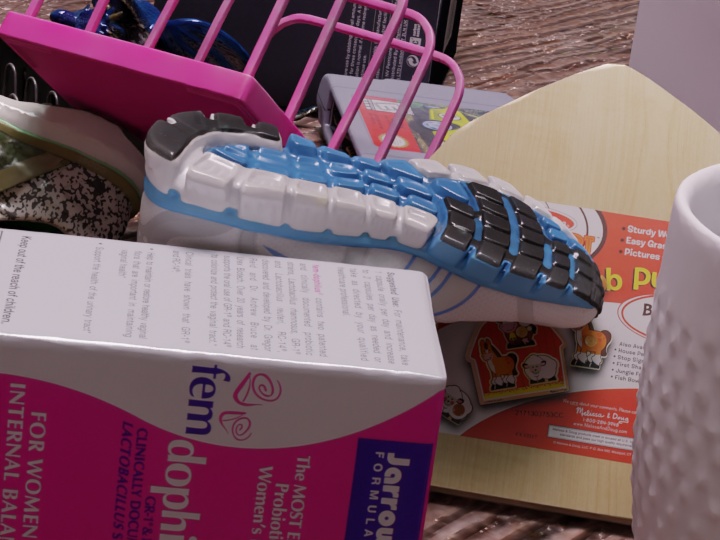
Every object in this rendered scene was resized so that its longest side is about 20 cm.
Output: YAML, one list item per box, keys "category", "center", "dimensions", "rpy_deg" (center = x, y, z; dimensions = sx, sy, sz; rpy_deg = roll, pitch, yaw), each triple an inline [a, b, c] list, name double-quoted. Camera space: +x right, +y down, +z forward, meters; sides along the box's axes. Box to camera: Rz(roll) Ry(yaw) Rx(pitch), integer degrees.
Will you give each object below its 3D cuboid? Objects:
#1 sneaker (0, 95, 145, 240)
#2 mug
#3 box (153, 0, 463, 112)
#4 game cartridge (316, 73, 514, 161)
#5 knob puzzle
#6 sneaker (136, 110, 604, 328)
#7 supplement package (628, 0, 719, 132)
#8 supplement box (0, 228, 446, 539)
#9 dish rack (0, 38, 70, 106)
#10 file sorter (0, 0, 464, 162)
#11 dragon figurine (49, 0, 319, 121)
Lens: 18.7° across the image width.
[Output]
- category: "sneaker"
  center: [-0.198, -0.041, 1.043]
  dimensions: [0.198, 0.077, 0.089]
  rpy_deg: [12, 58, -2]
- category: "mug"
  center: [0.160, 0.058, 0.778]
  dimensions: [0.146, 0.177, 0.200]
  rpy_deg: [2, 21, -15]
- category: "box"
  center: [-0.028, -0.181, 1.433]
  dimensions: [0.180, 0.105, 0.200]
  rpy_deg: [11, 21, 6]
- category: "game cartridge"
  center: [0.051, -0.065, 1.252]
  dimensions: [0.132, 0.041, 0.200]
  rpy_deg: [9, 21, -13]
- category: "knob puzzle"
  center: [0.098, 0.008, 0.929]
  dimensions: [0.218, 0.221, 0.030]
  rpy_deg: [9, -20, 5]
- category: "sneaker"
  center: [0.000, 0.000, 0.889]
  dimensions: [0.198, 0.087, 0.075]
  rpy_deg: [14, 27, -11]
- category: "supplement package"
  center: [0.284, -0.095, 1.258]
  dimensions: [0.198, 0.148, 0.191]
  rpy_deg: [-2, 23, -23]
- category: "supplement box"
  center: [-0.074, 0.054, 0.813]
  dimensions: [0.198, 0.102, 0.103]
  rpy_deg: [5, 21, -6]
- category: "dish rack"
  center: [-0.229, -0.080, 1.173]
  dimensions: [0.199, 0.055, 0.153]
  rpy_deg: [-8, 25, -34]
- category: "file sorter"
  center: [-0.051, -0.107, 1.068]
  dimensions: [0.138, 0.126, 0.200]
  rpy_deg: [17, -15, 28]
- category: "dragon figurine"
  center: [-0.103, -0.118, 1.265]
  dimensions: [0.199, 0.059, 0.099]
  rpy_deg: [34, 1, -25]
